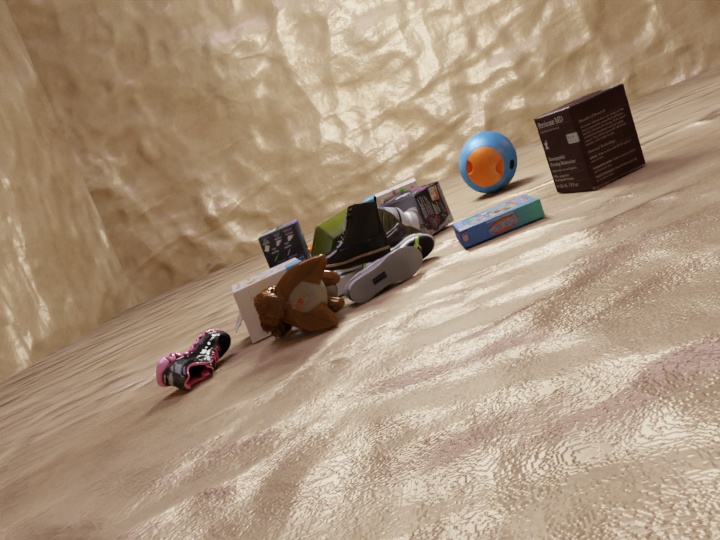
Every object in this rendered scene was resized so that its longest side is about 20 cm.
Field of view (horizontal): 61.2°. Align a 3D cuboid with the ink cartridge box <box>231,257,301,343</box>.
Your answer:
[{"bbox_3d":[-0.212,0.071,1.423,0.195,0.128,0.128,-24,10,-10],"label":"ink cartridge box"}]

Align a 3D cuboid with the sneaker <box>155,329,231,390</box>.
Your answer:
[{"bbox_3d":[-0.326,0.190,1.268,0.093,0.081,0.199,9,26,28],"label":"sneaker"}]

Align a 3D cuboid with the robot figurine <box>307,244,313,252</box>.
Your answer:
[{"bbox_3d":[-0.190,0.000,1.792,0.113,0.149,0.200,-1,9,0],"label":"robot figurine"}]

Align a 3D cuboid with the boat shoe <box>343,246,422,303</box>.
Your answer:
[{"bbox_3d":[0.046,0.003,1.344,0.196,0.076,0.065,-25,14,-21],"label":"boat shoe"}]

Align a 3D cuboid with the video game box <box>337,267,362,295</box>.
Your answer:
[{"bbox_3d":[0.000,0.000,1.562,0.195,0.048,0.182,-24,12,-9],"label":"video game box"}]

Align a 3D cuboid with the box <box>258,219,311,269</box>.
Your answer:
[{"bbox_3d":[-0.178,-0.016,1.586,0.103,0.205,0.122,-21,9,2],"label":"box"}]

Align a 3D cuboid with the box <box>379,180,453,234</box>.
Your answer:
[{"bbox_3d":[0.162,-0.169,1.834,0.113,0.135,0.198,-31,12,-29],"label":"box"}]

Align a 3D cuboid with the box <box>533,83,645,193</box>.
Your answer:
[{"bbox_3d":[0.561,-0.319,1.498,0.161,0.205,0.166,-24,9,-11],"label":"box"}]

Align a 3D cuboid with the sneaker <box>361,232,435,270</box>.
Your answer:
[{"bbox_3d":[0.097,-0.019,1.435,0.195,0.073,0.083,-25,34,-6],"label":"sneaker"}]

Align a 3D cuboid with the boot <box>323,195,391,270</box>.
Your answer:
[{"bbox_3d":[-0.038,-0.078,1.378,0.194,0.143,0.077,-14,6,-11],"label":"boot"}]

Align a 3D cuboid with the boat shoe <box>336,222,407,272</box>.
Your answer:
[{"bbox_3d":[0.022,-0.056,1.487,0.195,0.064,0.073,-23,13,-2],"label":"boat shoe"}]

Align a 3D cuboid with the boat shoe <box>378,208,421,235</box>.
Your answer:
[{"bbox_3d":[0.081,-0.093,1.574,0.068,0.197,0.077,-29,48,38],"label":"boat shoe"}]

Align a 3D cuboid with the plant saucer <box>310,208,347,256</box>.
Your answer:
[{"bbox_3d":[-0.080,-0.053,1.738,0.047,0.205,0.200,21,27,17],"label":"plant saucer"}]

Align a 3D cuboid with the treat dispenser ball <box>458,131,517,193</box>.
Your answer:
[{"bbox_3d":[0.431,-0.365,2.058,0.196,0.206,0.201,-21,9,4],"label":"treat dispenser ball"}]

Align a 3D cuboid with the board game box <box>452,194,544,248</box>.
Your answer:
[{"bbox_3d":[0.322,-0.119,1.447,0.195,0.046,0.152,-22,9,7],"label":"board game box"}]

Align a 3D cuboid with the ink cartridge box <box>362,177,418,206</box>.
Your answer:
[{"bbox_3d":[0.125,-0.211,2.106,0.195,0.150,0.146,-22,9,8],"label":"ink cartridge box"}]

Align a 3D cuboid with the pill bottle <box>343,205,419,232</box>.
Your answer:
[{"bbox_3d":[0.060,-0.118,1.689,0.194,0.120,0.115,1,0,-24],"label":"pill bottle"}]

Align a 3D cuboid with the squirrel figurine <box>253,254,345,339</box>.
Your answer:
[{"bbox_3d":[-0.129,0.058,1.286,0.195,0.146,0.187,-19,3,3],"label":"squirrel figurine"}]
